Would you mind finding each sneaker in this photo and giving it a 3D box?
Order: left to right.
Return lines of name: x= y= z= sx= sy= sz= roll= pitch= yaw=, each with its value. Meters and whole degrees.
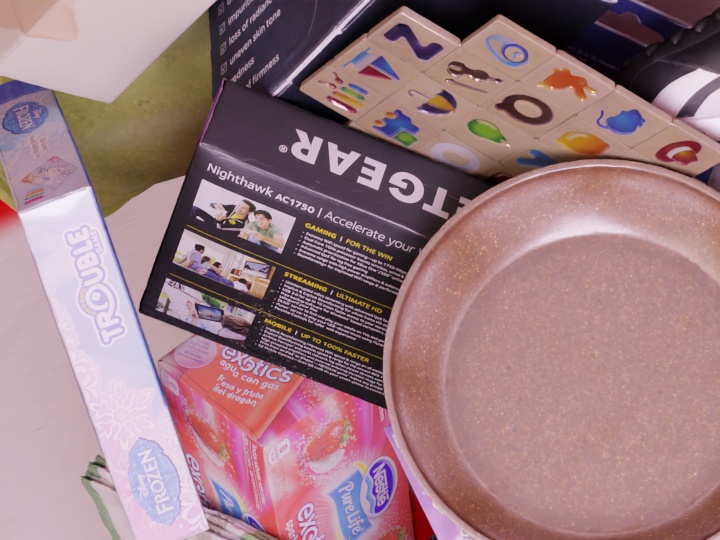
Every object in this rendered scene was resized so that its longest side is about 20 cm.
sneaker: x=0.180 y=-0.118 z=1.286 sx=0.199 sy=0.073 sz=0.113 roll=0 pitch=96 yaw=27

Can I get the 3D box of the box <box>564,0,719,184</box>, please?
box: x=0.117 y=-0.050 z=1.394 sx=0.121 sy=0.032 sz=0.201 roll=27 pitch=117 yaw=20

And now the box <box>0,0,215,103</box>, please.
box: x=-0.113 y=-0.178 z=1.378 sx=0.200 sy=0.077 sz=0.095 roll=-40 pitch=50 yaw=42

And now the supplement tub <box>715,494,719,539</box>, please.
supplement tub: x=0.219 y=0.150 z=1.270 sx=0.200 sy=0.144 sz=0.145 roll=-36 pitch=76 yaw=33

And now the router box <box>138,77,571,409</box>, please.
router box: x=0.000 y=0.000 z=1.369 sx=0.199 sy=0.051 sz=0.149 roll=22 pitch=142 yaw=-3

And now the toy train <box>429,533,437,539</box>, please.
toy train: x=0.050 y=0.209 z=1.602 sx=0.046 sy=0.034 sz=0.201 roll=33 pitch=127 yaw=21

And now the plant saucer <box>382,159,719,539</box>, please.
plant saucer: x=0.111 y=0.047 z=1.260 sx=0.201 sy=0.200 sz=0.037 roll=53 pitch=174 yaw=21

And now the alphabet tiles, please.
alphabet tiles: x=0.077 y=-0.060 z=1.305 sx=0.199 sy=0.006 sz=0.166 roll=29 pitch=150 yaw=-19

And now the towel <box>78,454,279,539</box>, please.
towel: x=-0.075 y=0.188 z=1.580 sx=0.199 sy=0.031 sz=0.150 roll=18 pitch=140 yaw=49

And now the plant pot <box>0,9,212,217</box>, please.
plant pot: x=-0.109 y=-0.132 z=1.551 sx=0.183 sy=0.200 sz=0.202 roll=-4 pitch=101 yaw=37

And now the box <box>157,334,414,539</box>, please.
box: x=-0.038 y=0.113 z=1.563 sx=0.095 sy=0.102 sz=0.201 roll=36 pitch=149 yaw=33

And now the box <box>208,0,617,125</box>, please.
box: x=0.017 y=-0.179 z=1.370 sx=0.200 sy=0.123 sz=0.198 roll=-40 pitch=48 yaw=48

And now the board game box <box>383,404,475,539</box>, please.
board game box: x=0.088 y=0.157 z=1.307 sx=0.032 sy=0.120 sz=0.201 roll=-30 pitch=76 yaw=18

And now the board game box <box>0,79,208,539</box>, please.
board game box: x=-0.143 y=0.018 z=1.439 sx=0.199 sy=0.043 sz=0.201 roll=-120 pitch=12 yaw=-65
